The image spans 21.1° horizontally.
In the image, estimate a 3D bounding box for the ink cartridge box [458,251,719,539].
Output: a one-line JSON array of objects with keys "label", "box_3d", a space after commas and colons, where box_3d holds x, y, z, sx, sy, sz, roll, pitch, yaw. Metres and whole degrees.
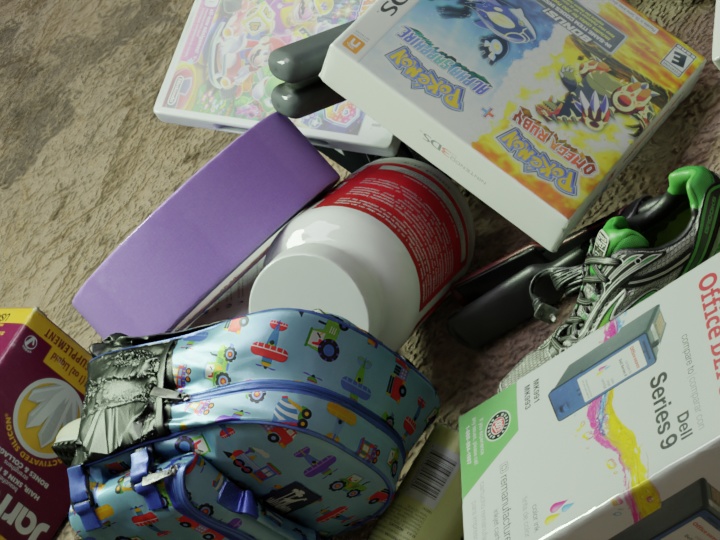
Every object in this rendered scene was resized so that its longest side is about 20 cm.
[{"label": "ink cartridge box", "box_3d": [0.155, 0.101, 1.059, 0.199, 0.088, 0.146, -33, 30, 23]}]

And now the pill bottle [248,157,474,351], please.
[{"label": "pill bottle", "box_3d": [0.000, 0.000, 1.315, 0.112, 0.113, 0.200, -33, 4, 26]}]

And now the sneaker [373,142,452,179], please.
[{"label": "sneaker", "box_3d": [0.090, -0.110, 1.417, 0.114, 0.076, 0.199, -37, 14, -30]}]

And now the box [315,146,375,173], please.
[{"label": "box", "box_3d": [0.026, -0.190, 1.536, 0.107, 0.149, 0.201, 34, 81, 20]}]

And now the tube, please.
[{"label": "tube", "box_3d": [0.017, 0.191, 1.191, 0.201, 0.052, 0.058, -58, -13, -12]}]

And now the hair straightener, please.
[{"label": "hair straightener", "box_3d": [0.139, 0.009, 1.269, 0.199, 0.041, 0.077, -23, 35, 31]}]

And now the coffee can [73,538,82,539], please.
[{"label": "coffee can", "box_3d": [-0.234, 0.268, 1.340, 0.199, 0.146, 0.147, -16, 40, 46]}]

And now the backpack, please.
[{"label": "backpack", "box_3d": [-0.057, 0.110, 1.186, 0.199, 0.182, 0.136, -18, 48, 34]}]

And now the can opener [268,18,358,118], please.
[{"label": "can opener", "box_3d": [0.031, -0.152, 1.347, 0.199, 0.054, 0.067, -24, 36, -32]}]

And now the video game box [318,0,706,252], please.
[{"label": "video game box", "box_3d": [0.104, -0.136, 1.302, 0.182, 0.199, 0.047, -48, -12, -28]}]

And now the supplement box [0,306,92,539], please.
[{"label": "supplement box", "box_3d": [-0.299, 0.146, 1.612, 0.103, 0.131, 0.201, -1, 52, 54]}]

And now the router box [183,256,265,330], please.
[{"label": "router box", "box_3d": [-0.091, 0.029, 1.479, 0.178, 0.049, 0.201, -15, 34, 7]}]

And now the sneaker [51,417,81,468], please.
[{"label": "sneaker", "box_3d": [-0.156, 0.120, 1.519, 0.199, 0.071, 0.094, -14, 32, 44]}]

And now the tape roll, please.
[{"label": "tape roll", "box_3d": [-0.107, -0.021, 1.354, 0.200, 0.066, 0.200, -44, 1, 1]}]

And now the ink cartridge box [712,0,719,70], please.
[{"label": "ink cartridge box", "box_3d": [0.299, -0.204, 1.274, 0.116, 0.067, 0.201, -26, 34, 35]}]

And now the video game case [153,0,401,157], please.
[{"label": "video game case", "box_3d": [-0.044, -0.164, 1.444, 0.198, 0.018, 0.144, 10, 69, 24]}]

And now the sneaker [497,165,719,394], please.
[{"label": "sneaker", "box_3d": [0.154, 0.014, 1.178, 0.200, 0.085, 0.078, -45, 27, 6]}]
